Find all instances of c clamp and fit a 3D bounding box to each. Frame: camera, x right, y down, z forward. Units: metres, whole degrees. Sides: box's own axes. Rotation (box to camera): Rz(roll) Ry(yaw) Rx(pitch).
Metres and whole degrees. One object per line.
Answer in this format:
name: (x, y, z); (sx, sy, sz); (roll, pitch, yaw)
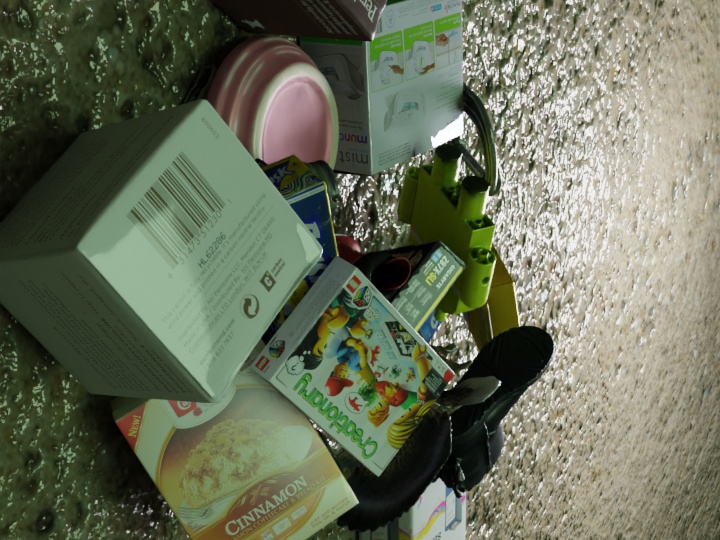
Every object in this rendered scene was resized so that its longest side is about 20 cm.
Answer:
c clamp: (0.135, -0.153, 1.491); (0.027, 0.200, 0.173); (-13, 113, -8)

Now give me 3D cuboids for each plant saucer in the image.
plant saucer: (-0.081, -0.131, 1.223); (0.200, 0.050, 0.203); (-22, 116, -55)

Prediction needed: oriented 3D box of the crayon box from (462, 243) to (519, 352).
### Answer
crayon box: (0.163, 0.040, 1.571); (0.201, 0.050, 0.128); (-108, -174, -59)

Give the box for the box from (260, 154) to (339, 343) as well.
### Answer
box: (-0.059, 0.002, 1.117); (0.070, 0.064, 0.202); (-23, 127, -19)

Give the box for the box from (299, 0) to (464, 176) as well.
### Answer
box: (0.030, -0.218, 1.365); (0.199, 0.096, 0.178); (-30, 124, -49)

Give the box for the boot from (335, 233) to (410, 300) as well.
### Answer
boot: (0.000, 0.000, 1.317); (0.200, 0.143, 0.073); (-39, 117, -66)

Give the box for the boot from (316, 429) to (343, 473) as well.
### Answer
boot: (-0.093, 0.152, 1.256); (0.068, 0.130, 0.201); (-59, 141, -25)

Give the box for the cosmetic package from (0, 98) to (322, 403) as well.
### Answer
cosmetic package: (-0.175, -0.012, 0.990); (0.167, 0.199, 0.168); (51, 58, -26)

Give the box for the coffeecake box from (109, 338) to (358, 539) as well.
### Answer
coffeecake box: (-0.119, 0.172, 1.159); (0.153, 0.073, 0.201); (-32, 106, -9)

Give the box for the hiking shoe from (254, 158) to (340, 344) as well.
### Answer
hiking shoe: (-0.094, -0.018, 1.176); (0.100, 0.076, 0.202); (5, 115, -30)

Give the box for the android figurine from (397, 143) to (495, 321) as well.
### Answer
android figurine: (0.096, -0.034, 1.369); (0.041, 0.183, 0.201); (-12, 136, -24)

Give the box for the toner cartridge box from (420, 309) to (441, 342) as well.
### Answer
toner cartridge box: (0.033, 0.070, 1.456); (0.201, 0.094, 0.043); (-55, 139, -32)

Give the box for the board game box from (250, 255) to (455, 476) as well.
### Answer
board game box: (-0.002, 0.093, 1.135); (0.127, 0.034, 0.200); (-52, 134, -9)

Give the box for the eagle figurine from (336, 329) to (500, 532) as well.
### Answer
eagle figurine: (0.044, 0.168, 1.325); (0.151, 0.150, 0.202); (-4, 114, -46)

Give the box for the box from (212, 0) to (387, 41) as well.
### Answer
box: (-0.056, -0.345, 1.137); (0.166, 0.163, 0.202); (37, 69, -54)

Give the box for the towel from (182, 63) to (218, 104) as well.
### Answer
towel: (-0.139, -0.069, 1.212); (0.200, 0.034, 0.194); (51, 57, -49)

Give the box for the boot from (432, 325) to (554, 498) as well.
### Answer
boot: (0.157, 0.173, 1.480); (0.198, 0.073, 0.163); (-42, 150, -18)

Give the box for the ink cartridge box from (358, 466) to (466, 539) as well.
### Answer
ink cartridge box: (0.069, 0.294, 1.582); (0.145, 0.087, 0.202); (-23, 119, -52)

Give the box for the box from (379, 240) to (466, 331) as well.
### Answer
box: (0.008, 0.060, 1.329); (0.049, 0.159, 0.201); (44, 71, -17)
